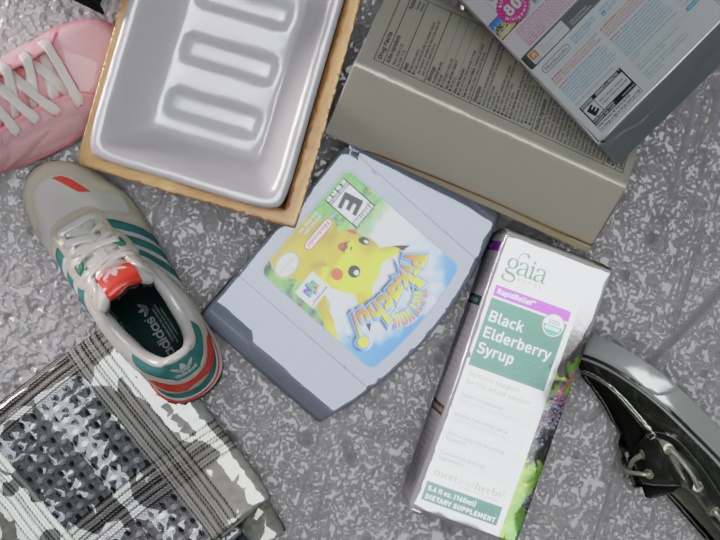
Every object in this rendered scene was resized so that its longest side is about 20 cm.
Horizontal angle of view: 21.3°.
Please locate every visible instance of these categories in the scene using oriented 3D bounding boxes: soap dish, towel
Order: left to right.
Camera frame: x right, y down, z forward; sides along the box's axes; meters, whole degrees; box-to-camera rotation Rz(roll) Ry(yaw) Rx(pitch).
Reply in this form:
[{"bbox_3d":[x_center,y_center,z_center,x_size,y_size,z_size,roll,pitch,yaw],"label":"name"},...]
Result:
[{"bbox_3d":[-0.177,0.160,1.338,0.192,0.035,0.200,-36,93,-2],"label":"towel"},{"bbox_3d":[-0.089,-0.146,1.309,0.156,0.081,0.201,16,90,4],"label":"soap dish"}]

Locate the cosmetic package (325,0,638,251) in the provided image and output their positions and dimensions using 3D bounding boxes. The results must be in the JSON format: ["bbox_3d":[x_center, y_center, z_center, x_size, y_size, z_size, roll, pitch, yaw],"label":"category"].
[{"bbox_3d":[0.088,-0.106,1.304,0.199,0.073,0.104,24,46,-1],"label":"cosmetic package"}]

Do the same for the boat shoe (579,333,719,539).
[{"bbox_3d":[0.215,0.128,1.332,0.200,0.071,0.064,44,79,-4],"label":"boat shoe"}]

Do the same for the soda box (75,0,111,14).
[{"bbox_3d":[-0.243,-0.248,1.281,0.199,0.063,0.071,30,89,22],"label":"soda box"}]

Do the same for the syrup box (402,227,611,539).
[{"bbox_3d":[0.099,0.077,1.325,0.078,0.081,0.201,20,91,-3],"label":"syrup box"}]

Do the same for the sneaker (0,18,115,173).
[{"bbox_3d":[-0.244,-0.107,1.299,0.199,0.105,0.076,-31,90,-3],"label":"sneaker"}]

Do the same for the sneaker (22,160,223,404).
[{"bbox_3d":[-0.163,-0.003,1.292,0.070,0.093,0.200,-34,77,-7],"label":"sneaker"}]

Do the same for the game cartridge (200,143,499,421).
[{"bbox_3d":[0.000,0.000,1.344,0.133,0.040,0.200,40,89,-6],"label":"game cartridge"}]

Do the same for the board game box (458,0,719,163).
[{"bbox_3d":[0.149,-0.194,1.254,0.148,0.064,0.200,-44,69,8],"label":"board game box"}]
